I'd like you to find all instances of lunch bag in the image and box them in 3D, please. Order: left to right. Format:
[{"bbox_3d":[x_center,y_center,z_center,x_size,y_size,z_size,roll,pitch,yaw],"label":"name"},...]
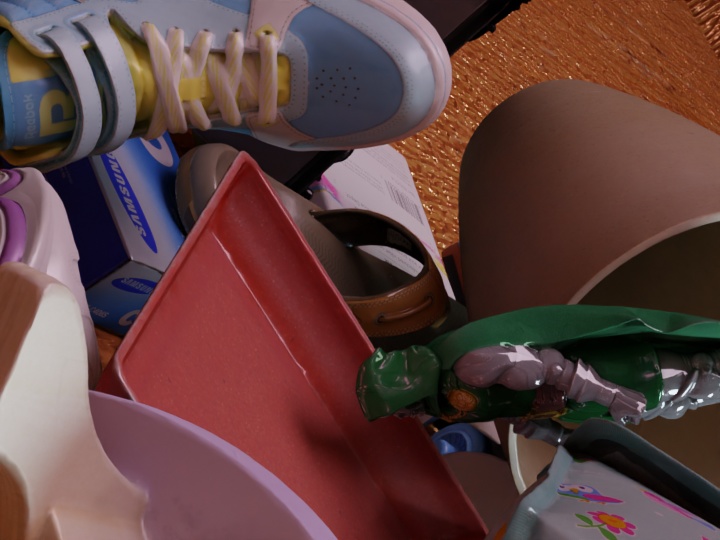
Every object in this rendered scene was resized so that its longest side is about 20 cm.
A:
[{"bbox_3d":[0.120,0.145,1.027,0.170,0.122,0.200,31,13,7],"label":"lunch bag"}]

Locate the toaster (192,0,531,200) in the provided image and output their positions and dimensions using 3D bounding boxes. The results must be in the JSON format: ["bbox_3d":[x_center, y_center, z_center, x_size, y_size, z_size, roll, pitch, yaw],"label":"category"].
[{"bbox_3d":[-0.005,-0.155,1.299,0.119,0.200,0.181,39,30,-19],"label":"toaster"}]

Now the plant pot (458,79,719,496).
[{"bbox_3d":[0.120,0.001,1.260,0.187,0.187,0.200,45,9,-37],"label":"plant pot"}]

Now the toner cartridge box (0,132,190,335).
[{"bbox_3d":[-0.126,-0.066,1.223,0.095,0.043,0.200,25,36,-59],"label":"toner cartridge box"}]

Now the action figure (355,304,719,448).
[{"bbox_3d":[0.094,0.045,1.100,0.118,0.199,0.055,128,-40,-66],"label":"action figure"}]

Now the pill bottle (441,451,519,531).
[{"bbox_3d":[0.089,0.158,1.314,0.200,0.114,0.114,33,29,-54],"label":"pill bottle"}]

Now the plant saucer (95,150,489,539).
[{"bbox_3d":[-0.027,0.079,1.033,0.200,0.037,0.200,59,22,-16],"label":"plant saucer"}]

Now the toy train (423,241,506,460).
[{"bbox_3d":[0.080,0.062,1.458,0.087,0.114,0.200,44,21,-36],"label":"toy train"}]

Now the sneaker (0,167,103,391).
[{"bbox_3d":[-0.125,0.052,0.990,0.100,0.075,0.200,51,25,-44],"label":"sneaker"}]

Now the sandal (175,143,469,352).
[{"bbox_3d":[0.000,0.000,1.248,0.200,0.054,0.080,37,33,-33],"label":"sandal"}]

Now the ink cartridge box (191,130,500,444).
[{"bbox_3d":[-0.008,0.007,1.382,0.117,0.067,0.200,36,27,-45],"label":"ink cartridge box"}]

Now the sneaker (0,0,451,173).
[{"bbox_3d":[-0.073,-0.072,1.093,0.131,0.199,0.080,-43,138,-57],"label":"sneaker"}]

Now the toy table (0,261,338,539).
[{"bbox_3d":[-0.100,0.095,0.803,0.117,0.200,0.184,21,80,-62],"label":"toy table"}]
